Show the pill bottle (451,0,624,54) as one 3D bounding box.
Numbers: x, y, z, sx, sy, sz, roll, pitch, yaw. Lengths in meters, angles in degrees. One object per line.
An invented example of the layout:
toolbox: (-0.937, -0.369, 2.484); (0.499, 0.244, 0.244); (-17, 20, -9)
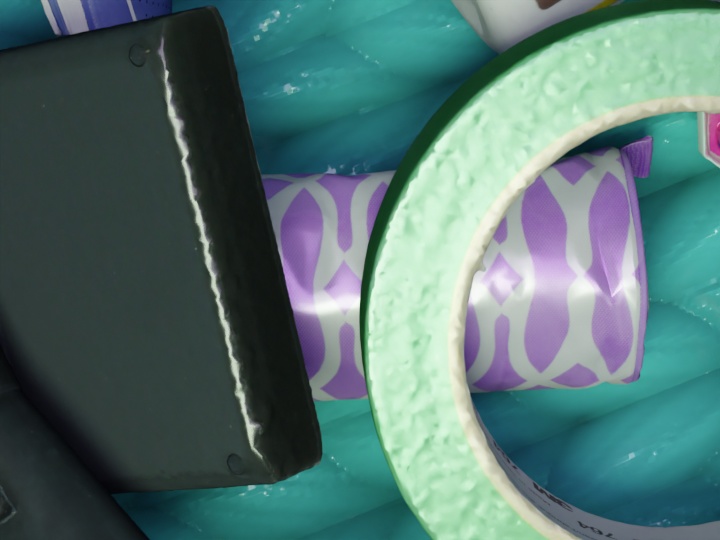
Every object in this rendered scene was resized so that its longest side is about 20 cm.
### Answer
pill bottle: (0.104, -0.164, 0.919); (0.199, 0.109, 0.110); (-32, 88, -2)

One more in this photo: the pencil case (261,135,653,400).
pencil case: (0.000, 0.000, 0.929); (0.198, 0.084, 0.086); (0, 54, -1)

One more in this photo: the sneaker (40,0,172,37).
sneaker: (-0.063, -0.173, 0.934); (0.114, 0.081, 0.201); (-8, 86, 2)

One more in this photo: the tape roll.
tape roll: (0.099, 0.017, 0.866); (0.199, 0.048, 0.202); (0, 99, -1)

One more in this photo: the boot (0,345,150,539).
boot: (-0.150, 0.100, 0.870); (0.200, 0.076, 0.169); (-45, 71, 32)

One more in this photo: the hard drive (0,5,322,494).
hard drive: (-0.107, 0.002, 0.877); (0.199, 0.033, 0.141); (-7, 100, 42)

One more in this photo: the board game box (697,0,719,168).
board game box: (0.200, -0.138, 0.889); (0.199, 0.026, 0.201); (-14, 121, -14)
